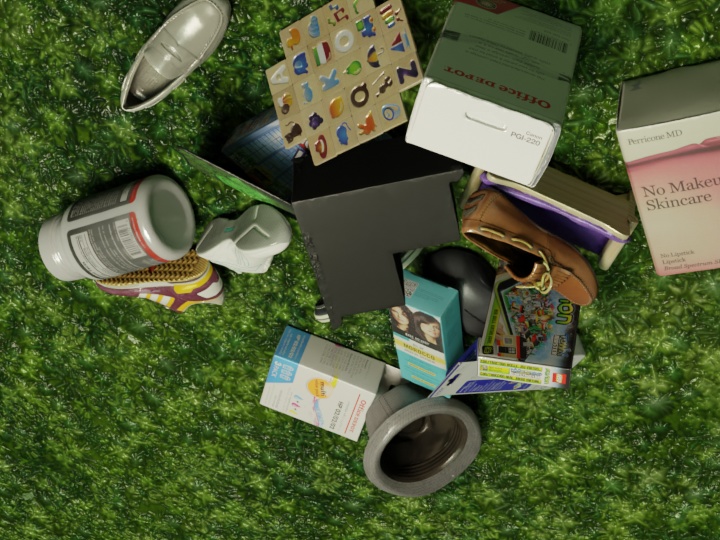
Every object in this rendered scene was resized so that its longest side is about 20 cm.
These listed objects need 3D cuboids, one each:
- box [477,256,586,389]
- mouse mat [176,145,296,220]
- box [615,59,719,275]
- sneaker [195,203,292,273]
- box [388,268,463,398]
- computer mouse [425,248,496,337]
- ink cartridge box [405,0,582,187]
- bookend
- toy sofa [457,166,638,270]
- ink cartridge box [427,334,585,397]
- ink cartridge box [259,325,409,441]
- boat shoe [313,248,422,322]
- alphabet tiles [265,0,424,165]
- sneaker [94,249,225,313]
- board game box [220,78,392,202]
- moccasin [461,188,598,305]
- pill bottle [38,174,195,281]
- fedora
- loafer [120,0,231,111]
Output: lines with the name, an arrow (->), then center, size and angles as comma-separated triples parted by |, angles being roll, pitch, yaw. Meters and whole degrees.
box -> 0.211, 0.053, 1.294 | 0.109, 0.201, 0.035 | 7, 132, 12
mouse mat -> -0.148, -0.105, 1.322 | 0.160, 0.200, 0.008 | 27, 88, -3
box -> 0.366, -0.110, 1.167 | 0.127, 0.109, 0.201 | -9, 125, 26
sneaker -> -0.139, -0.036, 1.413 | 0.080, 0.071, 0.200 | 35, 158, -29
box -> 0.090, 0.087, 1.421 | 0.082, 0.049, 0.201 | 22, 150, 24
computer mouse -> 0.167, 0.050, 1.406 | 0.199, 0.053, 0.138 | 37, 131, -13
ink cartridge box -> 0.142, -0.195, 1.110 | 0.144, 0.201, 0.085 | 20, 133, 2
bookend -> 0.037, -0.049, 1.271 | 0.198, 0.093, 0.200 | -11, 129, 8
toy sofa -> 0.220, -0.074, 1.255 | 0.198, 0.098, 0.083 | 23, 132, -2
ink cartridge box -> 0.187, 0.124, 1.396 | 0.198, 0.039, 0.100 | -1, 148, -28
ink cartridge box -> -0.037, 0.174, 1.568 | 0.198, 0.068, 0.116 | 20, 132, 1
boat shoe -> 0.000, 0.000, 1.411 | 0.062, 0.075, 0.200 | 44, 126, -9
alphabet tiles -> -0.022, -0.221, 1.205 | 0.199, 0.006, 0.168 | -22, 79, 32
sneaker -> -0.289, 0.023, 1.527 | 0.198, 0.075, 0.090 | 1, 139, 27
board game box -> -0.033, -0.151, 1.301 | 0.200, 0.062, 0.200 | 40, 130, -15
moccasin -> 0.196, -0.013, 1.227 | 0.201, 0.078, 0.073 | 37, 153, -29
pill bottle -> -0.333, -0.052, 1.450 | 0.198, 0.116, 0.116 | -13, 124, 28
fedora -> 0.076, 0.232, 1.543 | 0.177, 0.090, 0.200 | -44, 137, 10
loafer -> -0.223, -0.257, 1.271 | 0.070, 0.070, 0.200 | 38, 130, -14
